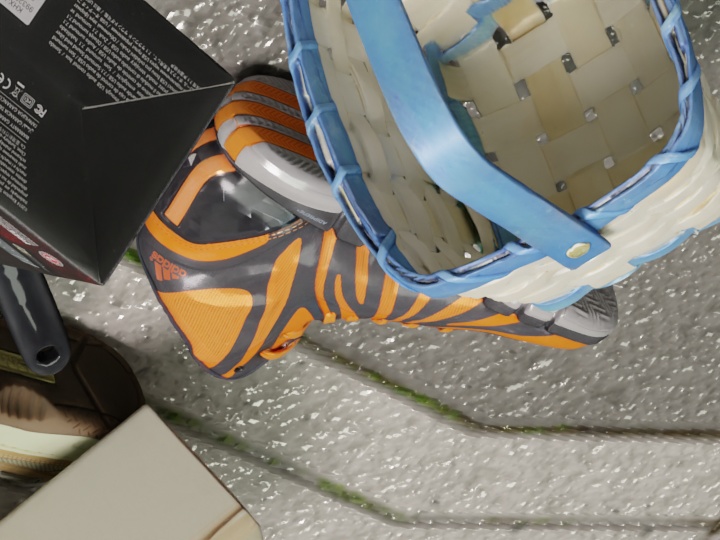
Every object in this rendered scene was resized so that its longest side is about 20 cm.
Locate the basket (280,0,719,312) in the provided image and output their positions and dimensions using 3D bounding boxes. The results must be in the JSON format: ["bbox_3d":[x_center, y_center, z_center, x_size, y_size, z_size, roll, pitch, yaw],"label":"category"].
[{"bbox_3d":[0.041,-0.074,0.938,0.139,0.176,0.200,-28,149,14],"label":"basket"}]

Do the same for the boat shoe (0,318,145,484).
[{"bbox_3d":[-0.176,0.047,1.065,0.076,0.072,0.200,-37,137,27],"label":"boat shoe"}]

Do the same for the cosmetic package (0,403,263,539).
[{"bbox_3d":[-0.133,0.154,1.082,0.200,0.073,0.104,-40,159,-14],"label":"cosmetic package"}]

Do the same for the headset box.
[{"bbox_3d":[-0.153,-0.074,0.803,0.149,0.200,0.075,40,74,-30],"label":"headset box"}]

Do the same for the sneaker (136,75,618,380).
[{"bbox_3d":[0.000,0.000,1.089,0.200,0.078,0.112,25,127,-26],"label":"sneaker"}]

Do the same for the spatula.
[{"bbox_3d":[-0.141,-0.035,1.005,0.057,0.021,0.200,-23,132,-6],"label":"spatula"}]
